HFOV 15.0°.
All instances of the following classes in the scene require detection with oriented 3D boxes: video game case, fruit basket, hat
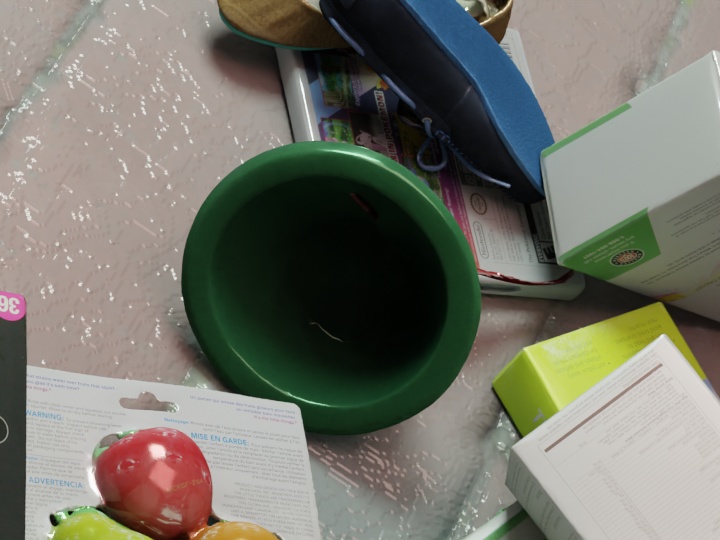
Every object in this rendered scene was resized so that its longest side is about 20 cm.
[{"bbox_3d":[0.041,-0.076,1.725,0.182,0.023,0.200,5,58,-29],"label":"video game case"},{"bbox_3d":[-0.104,0.147,1.448,0.185,0.094,0.200,9,46,-27],"label":"fruit basket"},{"bbox_3d":[0.000,0.000,1.627,0.200,0.166,0.176,47,14,-6],"label":"hat"}]

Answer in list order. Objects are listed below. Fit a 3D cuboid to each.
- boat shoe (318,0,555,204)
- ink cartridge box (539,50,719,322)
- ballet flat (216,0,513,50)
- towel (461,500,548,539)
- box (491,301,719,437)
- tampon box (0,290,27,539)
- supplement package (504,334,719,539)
[{"bbox_3d":[0.050,-0.118,1.690,0.200,0.069,0.084,53,31,-23],"label":"boat shoe"},{"bbox_3d":[0.233,-0.043,1.699,0.200,0.145,0.088,20,51,-41],"label":"ink cartridge box"},{"bbox_3d":[0.011,-0.172,1.706,0.200,0.072,0.068,8,57,-27],"label":"ballet flat"},{"bbox_3d":[0.110,0.238,1.549,0.152,0.023,0.200,-31,78,-42],"label":"towel"},{"bbox_3d":[0.180,0.126,1.652,0.122,0.048,0.200,-17,69,-37],"label":"box"},{"bbox_3d":[-0.253,0.114,1.342,0.150,0.126,0.200,11,55,-24],"label":"tampon box"},{"bbox_3d":[0.185,0.157,1.532,0.114,0.110,0.200,-35,77,-8],"label":"supplement package"}]
